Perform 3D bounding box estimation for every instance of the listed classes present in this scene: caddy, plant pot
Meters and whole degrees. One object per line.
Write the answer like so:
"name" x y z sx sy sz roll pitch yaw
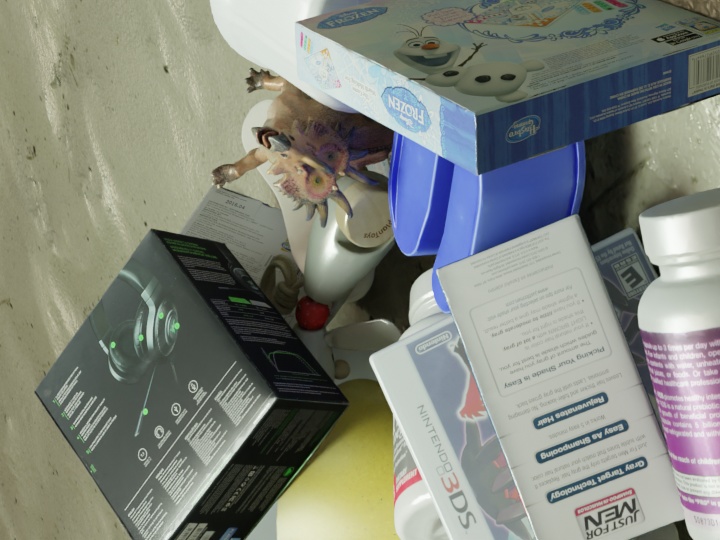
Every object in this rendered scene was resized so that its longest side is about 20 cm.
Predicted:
"caddy" 0.094 -0.065 1.284 0.142 0.104 0.201 -123 29 -41
"plant pot" 0.050 0.192 1.463 0.141 0.199 0.202 4 112 35

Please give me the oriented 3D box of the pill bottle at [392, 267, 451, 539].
"pill bottle" 0.077 0.098 1.345 0.111 0.109 0.202 113 162 -52

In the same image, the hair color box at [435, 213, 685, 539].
"hair color box" 0.129 0.077 1.188 0.061 0.099 0.202 32 -143 -81

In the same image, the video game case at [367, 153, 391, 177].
"video game case" 0.040 -0.106 1.455 0.199 0.018 0.145 -8 98 63

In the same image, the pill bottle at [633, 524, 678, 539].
"pill bottle" 0.170 0.262 1.327 0.114 0.113 0.202 41 140 45

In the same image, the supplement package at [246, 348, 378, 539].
"supplement package" -0.075 0.159 1.628 0.111 0.198 0.157 -12 96 63

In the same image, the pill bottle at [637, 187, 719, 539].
"pill bottle" 0.226 0.055 1.102 0.112 0.111 0.202 -1 105 62

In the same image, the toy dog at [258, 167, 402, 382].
"toy dog" 0.000 0.000 1.440 0.201 0.095 0.133 116 148 -41

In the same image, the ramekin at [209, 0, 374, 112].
"ramekin" 0.003 -0.207 1.280 0.098 0.199 0.202 41 140 33

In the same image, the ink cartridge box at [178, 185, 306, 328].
"ink cartridge box" -0.095 0.012 1.592 0.135 0.201 0.077 20 134 9

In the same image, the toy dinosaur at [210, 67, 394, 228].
"toy dinosaur" -0.019 -0.096 1.352 0.135 0.199 0.087 24 126 38

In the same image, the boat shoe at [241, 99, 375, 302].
"boat shoe" -0.034 -0.056 1.574 0.072 0.068 0.201 -46 59 19

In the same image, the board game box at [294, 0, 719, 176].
"board game box" 0.093 -0.131 1.143 0.199 0.198 0.044 35 135 50

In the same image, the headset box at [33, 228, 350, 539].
"headset box" -0.136 0.093 1.427 0.175 0.092 0.200 -53 58 19

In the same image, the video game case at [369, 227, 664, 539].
"video game case" 0.130 0.096 1.233 0.184 0.198 0.023 65 -176 11
